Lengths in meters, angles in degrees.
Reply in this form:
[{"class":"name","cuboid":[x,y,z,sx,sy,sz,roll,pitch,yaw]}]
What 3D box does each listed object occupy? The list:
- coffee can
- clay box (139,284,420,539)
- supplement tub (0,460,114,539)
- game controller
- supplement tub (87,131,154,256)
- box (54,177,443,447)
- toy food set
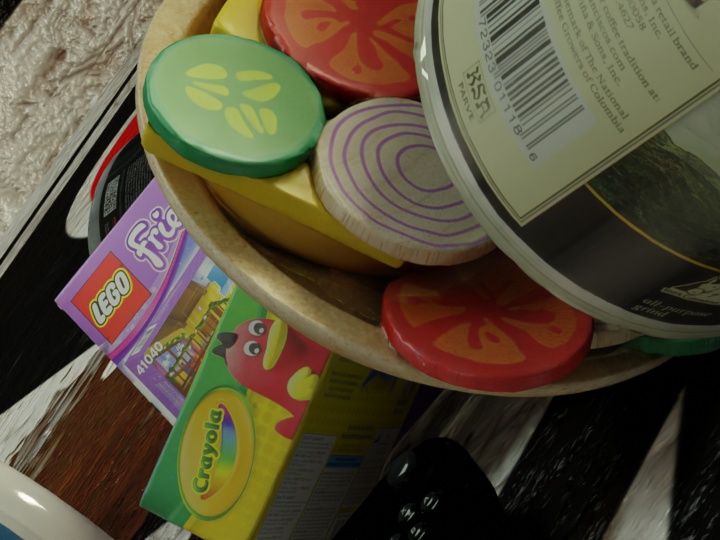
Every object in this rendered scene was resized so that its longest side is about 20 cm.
[{"class":"coffee can","cuboid":[0.123,-0.083,0.740,0.200,0.146,0.146,-36,19,56]},{"class":"clay box","cuboid":[0.000,0.000,1.012,0.200,0.048,0.115,-67,-18,3]},{"class":"supplement tub","cuboid":[-0.184,0.179,1.177,0.200,0.145,0.145,-55,11,-14]},{"class":"game controller","cuboid":[-0.023,0.142,0.906,0.200,0.042,0.104,-51,11,8]},{"class":"supplement tub","cuboid":[-0.039,-0.037,1.325,0.123,0.122,0.200,-58,12,-26]},{"class":"box","cuboid":[-0.006,-0.017,1.105,0.200,0.137,0.039,-50,-23,11]},{"class":"toy food set","cuboid":[0.030,-0.039,0.872,0.198,0.200,0.049,-63,-2,-46]}]
